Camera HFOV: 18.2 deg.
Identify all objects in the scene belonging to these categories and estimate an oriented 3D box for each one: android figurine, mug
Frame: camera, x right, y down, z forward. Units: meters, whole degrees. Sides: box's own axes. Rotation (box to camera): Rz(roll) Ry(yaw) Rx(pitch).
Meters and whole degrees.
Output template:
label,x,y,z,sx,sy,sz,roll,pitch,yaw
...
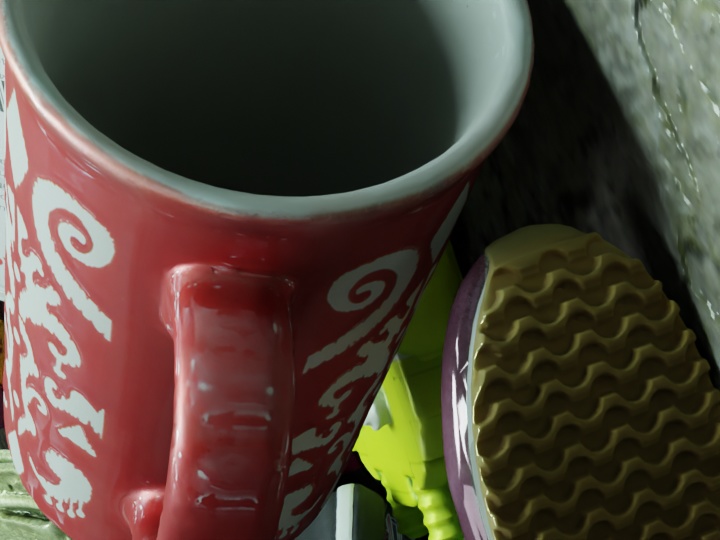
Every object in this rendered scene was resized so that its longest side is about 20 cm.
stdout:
label,x,y,z,sx,sy,sz,roll,pitch,yaw
android figurine,0.000,0.000,0.791,0.182,0.041,0.200,177,76,-76
mug,-0.051,0.005,0.620,0.133,0.178,0.200,29,144,8

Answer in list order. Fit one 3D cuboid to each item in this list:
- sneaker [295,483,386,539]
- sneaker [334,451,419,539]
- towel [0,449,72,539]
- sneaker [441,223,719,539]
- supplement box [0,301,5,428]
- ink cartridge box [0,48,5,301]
label,x,y,z,sx,sy,sz,roll,pitch,yaw
sneaker,-0.058,0.152,0.821,0.072,0.083,0.200,-89,25,-56
sneaker,0.001,0.142,0.888,0.200,0.080,0.075,-129,29,-57
towel,-0.115,0.140,0.933,0.148,0.037,0.200,4,137,47
sneaker,0.060,0.086,0.589,0.090,0.075,0.200,174,78,-71
supplement box,-0.201,-0.035,0.948,0.110,0.086,0.200,33,-136,-54
ink cartridge box,-0.122,-0.073,0.759,0.145,0.085,0.200,20,149,13
